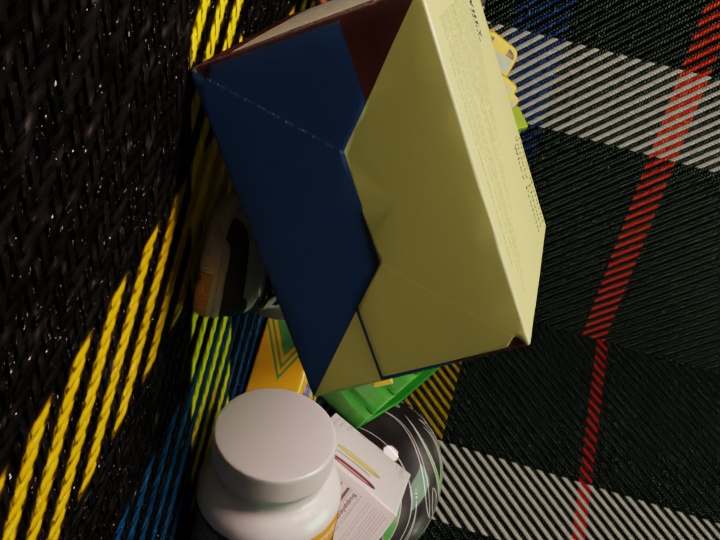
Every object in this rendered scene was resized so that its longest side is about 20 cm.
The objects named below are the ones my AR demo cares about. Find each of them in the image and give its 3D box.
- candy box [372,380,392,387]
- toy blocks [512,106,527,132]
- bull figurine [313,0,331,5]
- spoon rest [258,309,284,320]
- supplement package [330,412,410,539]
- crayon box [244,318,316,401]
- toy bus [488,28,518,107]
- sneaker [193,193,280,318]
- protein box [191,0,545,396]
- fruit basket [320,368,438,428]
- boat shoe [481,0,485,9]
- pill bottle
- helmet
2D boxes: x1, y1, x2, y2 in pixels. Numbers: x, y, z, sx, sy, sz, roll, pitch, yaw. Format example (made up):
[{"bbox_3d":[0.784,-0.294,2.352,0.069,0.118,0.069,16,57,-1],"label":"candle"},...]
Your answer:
[{"bbox_3d":[0.000,0.000,1.000,0.103,0.026,0.203,-107,-174,-62],"label":"candy box"},{"bbox_3d":[0.059,-0.112,1.092,0.137,0.197,0.101,112,-42,-63],"label":"toy blocks"},{"bbox_3d":[0.037,-0.217,0.795,0.199,0.064,0.124,10,87,-52],"label":"bull figurine"},{"bbox_3d":[0.008,0.027,0.912,0.198,0.060,0.101,0,106,-39],"label":"spoon rest"},{"bbox_3d":[-0.042,0.249,1.054,0.157,0.110,0.200,-52,175,4],"label":"supplement package"},{"bbox_3d":[-0.063,0.084,0.976,0.126,0.051,0.203,83,23,-73],"label":"crayon box"},{"bbox_3d":[0.109,-0.240,1.170,0.079,0.065,0.200,-56,-142,9],"label":"toy bus"},{"bbox_3d":[-0.051,-0.007,0.713,0.200,0.086,0.077,-42,149,-76],"label":"sneaker"},{"bbox_3d":[0.020,-0.068,0.643,0.200,0.133,0.201,-60,133,-66],"label":"protein box"},{"bbox_3d":[0.013,0.042,1.187,0.155,0.214,0.219,-23,133,-48],"label":"fruit basket"},{"bbox_3d":[0.079,-0.235,1.066,0.074,0.067,0.199,-34,-168,-24],"label":"boat shoe"},{"bbox_3d":[-0.076,0.199,0.833,0.117,0.114,0.202,-67,170,-52],"label":"pill bottle"},{"bbox_3d":[0.008,0.251,1.274,0.201,0.190,0.200,-49,178,-3],"label":"helmet"}]
